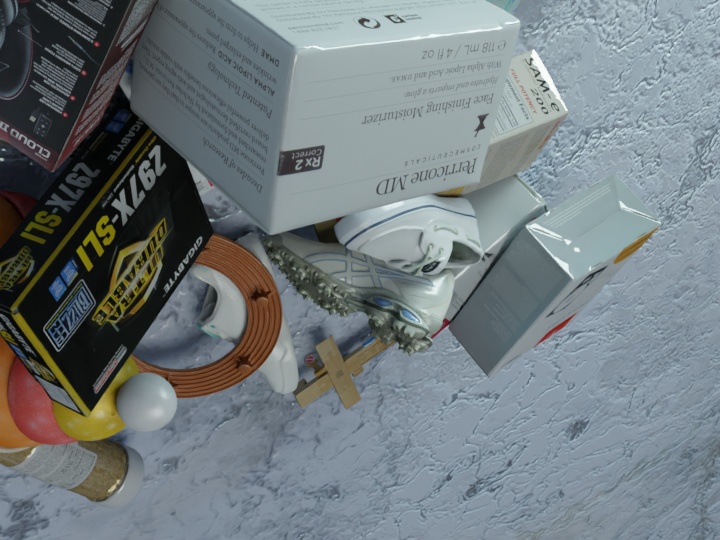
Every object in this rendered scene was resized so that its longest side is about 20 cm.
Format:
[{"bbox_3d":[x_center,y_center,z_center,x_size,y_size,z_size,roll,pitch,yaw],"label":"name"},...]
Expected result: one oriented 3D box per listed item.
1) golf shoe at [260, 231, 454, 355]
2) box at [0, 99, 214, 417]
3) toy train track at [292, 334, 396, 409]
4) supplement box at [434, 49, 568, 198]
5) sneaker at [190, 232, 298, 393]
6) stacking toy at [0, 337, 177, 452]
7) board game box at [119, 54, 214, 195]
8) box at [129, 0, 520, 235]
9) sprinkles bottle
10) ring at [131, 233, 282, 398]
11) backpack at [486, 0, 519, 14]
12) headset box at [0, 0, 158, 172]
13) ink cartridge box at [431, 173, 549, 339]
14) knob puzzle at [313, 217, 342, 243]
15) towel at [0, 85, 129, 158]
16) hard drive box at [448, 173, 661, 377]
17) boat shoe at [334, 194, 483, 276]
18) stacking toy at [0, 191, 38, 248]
[{"bbox_3d":[0.000,0.000,0.991,0.097,0.199,0.078,-56,166,-19],"label":"golf shoe"},{"bbox_3d":[-0.201,-0.009,0.788,0.200,0.049,0.160,-60,156,-29],"label":"box"},{"bbox_3d":[0.002,0.090,1.175,0.200,0.033,0.115,-33,131,-13],"label":"toy train track"},{"bbox_3d":[0.076,-0.115,0.925,0.199,0.074,0.126,-23,167,-16],"label":"supplement box"},{"bbox_3d":[-0.122,0.055,1.033,0.088,0.075,0.201,-21,126,-10],"label":"sneaker"},{"bbox_3d":[-0.242,0.105,0.869,0.146,0.199,0.147,-21,115,-54],"label":"stacking toy"},{"bbox_3d":[-0.128,-0.160,0.814,0.126,0.035,0.200,-33,141,-7],"label":"board game box"},{"bbox_3d":[-0.031,-0.146,0.715,0.198,0.200,0.131,-17,133,-36],"label":"box"},{"bbox_3d":[-0.309,0.184,1.015,0.068,0.068,0.200,-42,138,6],"label":"sprinkles bottle"},{"bbox_3d":[-0.175,0.049,0.972,0.199,0.019,0.201,-5,124,-7],"label":"ring"},{"bbox_3d":[0.063,-0.251,0.823,0.126,0.167,0.200,-14,150,-32],"label":"backpack"},{"bbox_3d":[-0.226,-0.174,0.662,0.148,0.075,0.200,34,131,-7],"label":"headset box"},{"bbox_3d":[0.103,-0.018,1.070,0.200,0.083,0.145,-41,162,4],"label":"ink cartridge box"},{"bbox_3d":[0.030,-0.111,1.009,0.219,0.030,0.220,-18,134,-19],"label":"knob puzzle"},{"bbox_3d":[-0.181,-0.171,0.809,0.192,0.035,0.201,7,122,-38],"label":"towel"},{"bbox_3d":[0.204,0.007,1.073,0.156,0.077,0.200,-28,161,-34],"label":"hard drive box"},{"bbox_3d":[0.058,-0.029,0.906,0.073,0.067,0.200,-35,165,36],"label":"boat shoe"},{"bbox_3d":[-0.267,-0.012,0.830,0.199,0.146,0.147,-9,133,-47],"label":"stacking toy"}]
